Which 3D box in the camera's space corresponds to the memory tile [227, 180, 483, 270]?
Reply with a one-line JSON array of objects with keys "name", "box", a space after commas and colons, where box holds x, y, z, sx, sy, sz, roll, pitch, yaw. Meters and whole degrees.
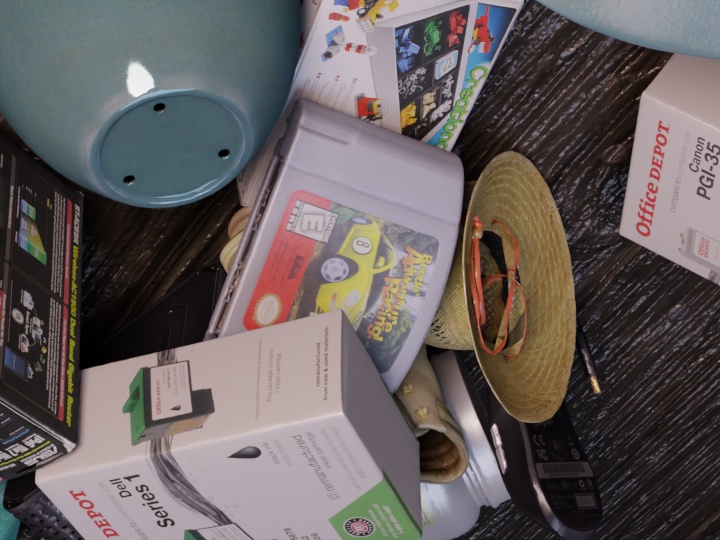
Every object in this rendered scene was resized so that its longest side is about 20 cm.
[{"name": "memory tile", "box": [0.000, 0.000, 1.341, 0.200, 0.017, 0.153, -7, 139, -15]}]

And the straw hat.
[{"name": "straw hat", "box": [0.074, 0.015, 1.284, 0.085, 0.201, 0.201, -7, 146, 26]}]

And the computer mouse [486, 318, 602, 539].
[{"name": "computer mouse", "box": [0.137, 0.109, 1.385, 0.046, 0.200, 0.140, -33, 160, 37]}]

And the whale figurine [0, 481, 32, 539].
[{"name": "whale figurine", "box": [-0.298, 0.195, 1.380, 0.159, 0.104, 0.200, -17, 142, -3]}]

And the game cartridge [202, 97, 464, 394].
[{"name": "game cartridge", "box": [-0.014, 0.005, 1.183, 0.133, 0.041, 0.200, 17, 98, -23]}]

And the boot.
[{"name": "boot", "box": [-0.006, 0.058, 1.270, 0.072, 0.155, 0.200, -36, 139, 20]}]

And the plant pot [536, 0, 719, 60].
[{"name": "plant pot", "box": [0.161, -0.239, 1.003, 0.200, 0.196, 0.196, -1, 138, -7]}]

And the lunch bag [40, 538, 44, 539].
[{"name": "lunch bag", "box": [-0.140, 0.238, 1.444, 0.200, 0.160, 0.076, 36, 77, -51]}]

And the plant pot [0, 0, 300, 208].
[{"name": "plant pot", "box": [-0.121, -0.115, 1.069, 0.200, 0.135, 0.200, -11, 140, -9]}]

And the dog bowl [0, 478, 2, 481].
[{"name": "dog bowl", "box": [-0.290, 0.069, 1.220, 0.200, 0.074, 0.200, -7, 122, -11]}]

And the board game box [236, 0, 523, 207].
[{"name": "board game box", "box": [0.009, -0.114, 1.193, 0.126, 0.035, 0.200, 6, 134, -21]}]

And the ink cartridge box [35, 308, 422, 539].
[{"name": "ink cartridge box", "box": [-0.079, 0.116, 1.141, 0.200, 0.084, 0.146, -14, 137, 15]}]

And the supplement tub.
[{"name": "supplement tub", "box": [0.004, 0.154, 1.418, 0.200, 0.145, 0.145, -23, 140, 5]}]

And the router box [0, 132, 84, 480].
[{"name": "router box", "box": [-0.236, 0.003, 1.102, 0.062, 0.200, 0.150, -25, 137, 24]}]

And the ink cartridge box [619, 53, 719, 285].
[{"name": "ink cartridge box", "box": [0.282, -0.050, 1.245, 0.083, 0.200, 0.147, -47, 153, -32]}]

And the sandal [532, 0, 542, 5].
[{"name": "sandal", "box": [0.099, -0.193, 1.119, 0.200, 0.076, 0.043, 14, 129, -20]}]

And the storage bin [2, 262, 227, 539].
[{"name": "storage bin", "box": [-0.142, 0.105, 1.293, 0.200, 0.135, 0.094, -35, 117, 21]}]
